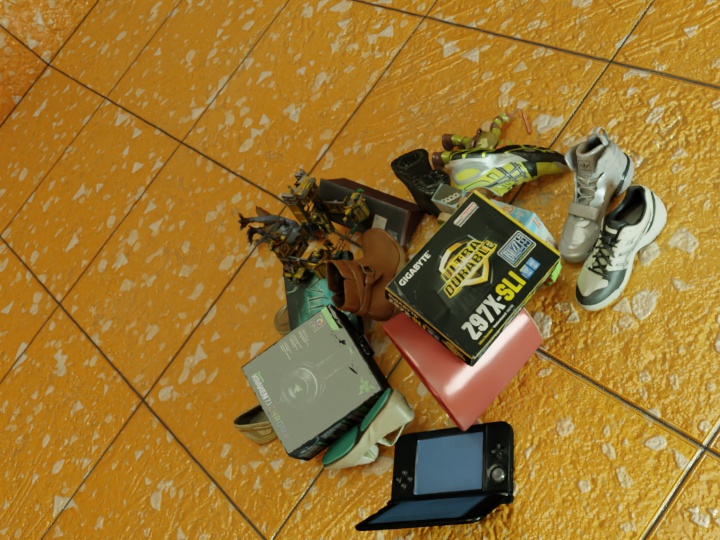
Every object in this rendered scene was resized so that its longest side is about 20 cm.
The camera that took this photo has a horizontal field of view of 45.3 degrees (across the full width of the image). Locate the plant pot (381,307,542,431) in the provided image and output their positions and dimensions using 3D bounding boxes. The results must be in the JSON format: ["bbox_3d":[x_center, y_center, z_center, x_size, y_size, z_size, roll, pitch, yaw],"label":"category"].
[{"bbox_3d":[0.158,0.106,1.279,0.177,0.201,0.201,-37,44,-3],"label":"plant pot"}]

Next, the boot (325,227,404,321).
[{"bbox_3d":[0.000,0.000,1.469,0.077,0.154,0.201,-43,51,40],"label":"boot"}]

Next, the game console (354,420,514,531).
[{"bbox_3d":[0.107,0.292,1.231,0.199,0.116,0.177,-14,54,31],"label":"game console"}]

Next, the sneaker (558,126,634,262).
[{"bbox_3d":[0.344,-0.119,1.322,0.075,0.115,0.201,18,74,44],"label":"sneaker"}]

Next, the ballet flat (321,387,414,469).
[{"bbox_3d":[0.015,0.264,1.351,0.200,0.069,0.070,-49,39,32],"label":"ballet flat"}]

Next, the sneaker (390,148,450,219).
[{"bbox_3d":[0.111,-0.150,1.541,0.075,0.091,0.200,-23,34,-2],"label":"sneaker"}]

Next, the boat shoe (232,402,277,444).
[{"bbox_3d":[-0.128,0.233,1.494,0.200,0.063,0.074,-29,47,20],"label":"boat shoe"}]

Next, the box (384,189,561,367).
[{"bbox_3d":[0.156,0.009,1.203,0.159,0.049,0.200,40,74,16],"label":"box"}]

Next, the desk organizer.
[{"bbox_3d":[0.018,-0.111,1.601,0.199,0.077,0.072,23,110,29],"label":"desk organizer"}]

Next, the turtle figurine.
[{"bbox_3d":[0.206,-0.207,1.527,0.160,0.064,0.202,-1,62,38],"label":"turtle figurine"}]

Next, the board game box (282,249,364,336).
[{"bbox_3d":[-0.064,0.077,1.517,0.134,0.028,0.202,-15,73,21],"label":"board game box"}]

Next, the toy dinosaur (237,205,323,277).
[{"bbox_3d":[-0.151,-0.093,1.723,0.180,0.106,0.201,-3,45,13],"label":"toy dinosaur"}]

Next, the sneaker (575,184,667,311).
[{"bbox_3d":[0.368,-0.038,1.270,0.075,0.088,0.201,27,82,43],"label":"sneaker"}]

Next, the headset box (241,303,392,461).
[{"bbox_3d":[-0.061,0.179,1.409,0.199,0.093,0.175,-35,67,6],"label":"headset box"}]

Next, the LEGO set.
[{"bbox_3d":[-0.087,-0.090,1.510,0.153,0.116,0.201,17,62,42],"label":"LEGO set"}]

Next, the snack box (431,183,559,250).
[{"bbox_3d":[0.218,-0.074,1.391,0.199,0.116,0.037,25,78,45],"label":"snack box"}]

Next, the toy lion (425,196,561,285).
[{"bbox_3d":[0.212,-0.032,1.345,0.069,0.191,0.200,-62,5,-10],"label":"toy lion"}]

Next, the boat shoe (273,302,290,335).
[{"bbox_3d":[-0.088,0.046,1.590,0.199,0.063,0.074,-36,45,13],"label":"boat shoe"}]

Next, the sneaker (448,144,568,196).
[{"bbox_3d":[0.246,-0.166,1.441,0.198,0.077,0.075,-2,17,2],"label":"sneaker"}]
